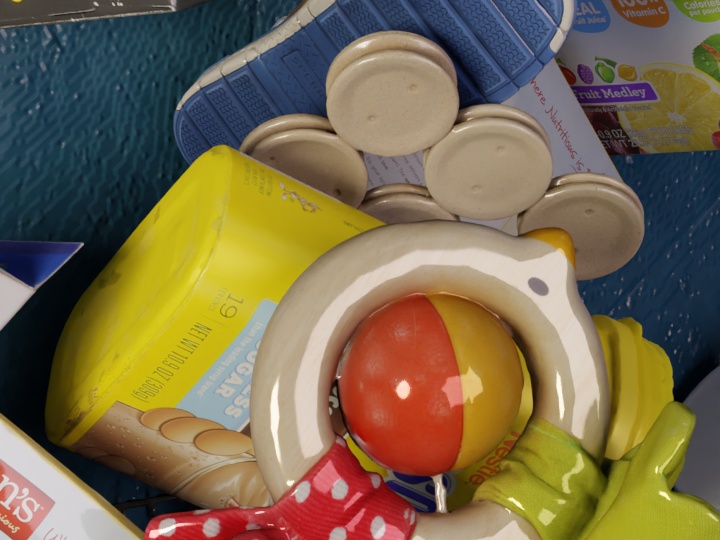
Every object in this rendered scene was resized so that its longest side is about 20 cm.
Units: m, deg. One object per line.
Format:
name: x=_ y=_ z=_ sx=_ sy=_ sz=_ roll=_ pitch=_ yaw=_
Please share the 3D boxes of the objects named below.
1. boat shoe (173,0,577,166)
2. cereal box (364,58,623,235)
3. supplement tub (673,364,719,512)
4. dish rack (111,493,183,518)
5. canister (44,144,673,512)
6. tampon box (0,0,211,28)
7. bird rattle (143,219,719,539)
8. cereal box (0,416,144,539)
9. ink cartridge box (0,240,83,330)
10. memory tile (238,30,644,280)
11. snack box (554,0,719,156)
boat shoe: x=0.009 y=-0.096 z=1.073 sx=0.072 sy=0.199 sz=0.072 roll=55 pitch=42 yaw=-19
cereal box: x=0.028 y=-0.020 z=1.195 sx=0.200 sy=0.039 sz=0.144 roll=-50 pitch=123 yaw=-31
supplement tub: x=0.245 y=0.140 z=1.333 sx=0.145 sy=0.144 sz=0.200 roll=-52 pitch=124 yaw=-29
dish rack: x=-0.095 y=0.155 z=1.078 sx=0.199 sy=0.054 sz=0.155 roll=-6 pitch=97 yaw=-45
canister: x=-0.003 y=0.048 z=1.046 sx=0.199 sy=0.149 sz=0.087 roll=25 pitch=42 yaw=-21
tampon box: x=-0.052 y=-0.190 z=1.054 sx=0.199 sy=0.126 sz=0.151 roll=-22 pitch=105 yaw=-40
bird rattle: x=0.020 y=0.066 z=0.955 sx=0.198 sy=0.113 sz=0.164 roll=-7 pitch=88 yaw=-5
cereal box: x=-0.150 y=0.163 z=0.967 sx=0.144 sy=0.039 sz=0.200 roll=43 pitch=81 yaw=-20
ink cartridge box: x=-0.192 y=0.043 z=0.949 sx=0.200 sy=0.099 sz=0.039 roll=-50 pitch=121 yaw=-31
memory tile: x=0.000 y=0.000 z=1.072 sx=0.153 sy=0.200 sz=0.017 roll=31 pitch=35 yaw=-27
snack box: x=0.129 y=-0.146 z=1.199 sx=0.068 sy=0.168 sz=0.201 roll=-52 pitch=123 yaw=-33
